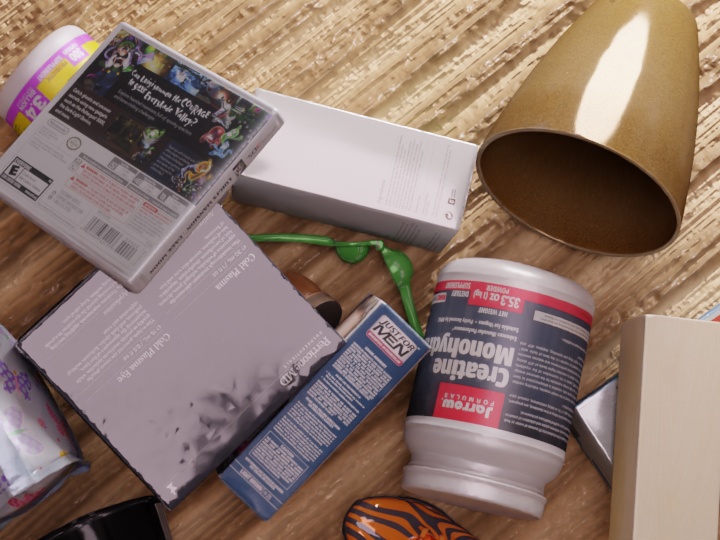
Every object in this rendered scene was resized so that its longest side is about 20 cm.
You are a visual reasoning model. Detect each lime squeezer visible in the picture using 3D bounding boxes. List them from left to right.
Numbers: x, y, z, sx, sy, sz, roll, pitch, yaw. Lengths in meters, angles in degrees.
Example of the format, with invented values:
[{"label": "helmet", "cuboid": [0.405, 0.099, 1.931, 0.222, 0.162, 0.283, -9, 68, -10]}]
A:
[{"label": "lime squeezer", "cuboid": [0.000, 0.000, 1.726, 0.199, 0.038, 0.071, 34, 110, -1]}]

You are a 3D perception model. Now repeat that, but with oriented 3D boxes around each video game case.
[{"label": "video game case", "cuboid": [-0.184, -0.094, 1.561, 0.200, 0.023, 0.182, 31, 76, 36]}]

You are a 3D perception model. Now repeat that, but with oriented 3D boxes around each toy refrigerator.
[{"label": "toy refrigerator", "cuboid": [0.258, 0.143, 1.642, 0.075, 0.070, 0.201, 6, 81, -11]}]

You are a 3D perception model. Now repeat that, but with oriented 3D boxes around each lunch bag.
[{"label": "lunch bag", "cuboid": [-0.314, 0.118, 1.584, 0.127, 0.200, 0.170, -34, 87, -10]}]

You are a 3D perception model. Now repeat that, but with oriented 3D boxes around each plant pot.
[{"label": "plant pot", "cuboid": [0.223, -0.145, 1.708, 0.186, 0.187, 0.201, 26, 65, -1]}]

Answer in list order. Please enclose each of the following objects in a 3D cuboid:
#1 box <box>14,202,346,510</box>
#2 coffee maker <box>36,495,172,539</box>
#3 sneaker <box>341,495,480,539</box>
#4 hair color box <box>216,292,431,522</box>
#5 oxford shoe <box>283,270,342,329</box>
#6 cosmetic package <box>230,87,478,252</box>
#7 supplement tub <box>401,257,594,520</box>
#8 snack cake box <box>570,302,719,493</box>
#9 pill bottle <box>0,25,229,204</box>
[{"label": "box", "cuboid": [-0.147, 0.058, 1.585, 0.200, 0.104, 0.182, -42, 96, -7]}, {"label": "coffee maker", "cuboid": [-0.192, 0.295, 1.574, 0.134, 0.192, 0.201, -28, 83, 7]}, {"label": "sneaker", "cuboid": [0.082, 0.244, 1.650, 0.199, 0.112, 0.078, 24, 79, -2]}, {"label": "hair color box", "cuboid": [-0.035, 0.113, 1.647, 0.061, 0.100, 0.200, 44, 88, -8]}, {"label": "oxford shoe", "cuboid": [-0.109, 0.082, 1.691, 0.200, 0.071, 0.071, -43, 57, -8]}, {"label": "cosmetic package", "cuboid": [-0.009, -0.084, 1.697, 0.199, 0.108, 0.085, 15, 80, -5]}, {"label": "supplement tub", "cuboid": [0.115, 0.101, 1.663, 0.139, 0.140, 0.201, 14, 79, -4]}, {"label": "snack cake box", "cuboid": [0.290, 0.116, 1.716, 0.199, 0.067, 0.115, -33, 84, -10]}, {"label": "pill bottle", "cuboid": [-0.210, -0.110, 1.680, 0.200, 0.104, 0.104, 42, 79, 1]}]
